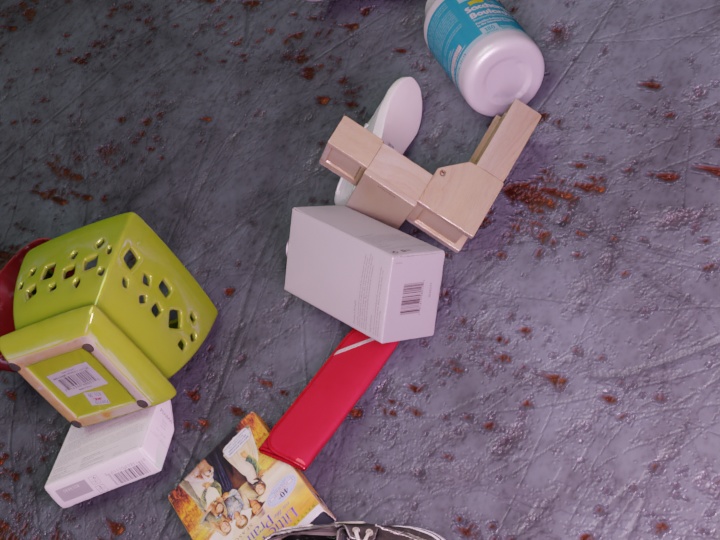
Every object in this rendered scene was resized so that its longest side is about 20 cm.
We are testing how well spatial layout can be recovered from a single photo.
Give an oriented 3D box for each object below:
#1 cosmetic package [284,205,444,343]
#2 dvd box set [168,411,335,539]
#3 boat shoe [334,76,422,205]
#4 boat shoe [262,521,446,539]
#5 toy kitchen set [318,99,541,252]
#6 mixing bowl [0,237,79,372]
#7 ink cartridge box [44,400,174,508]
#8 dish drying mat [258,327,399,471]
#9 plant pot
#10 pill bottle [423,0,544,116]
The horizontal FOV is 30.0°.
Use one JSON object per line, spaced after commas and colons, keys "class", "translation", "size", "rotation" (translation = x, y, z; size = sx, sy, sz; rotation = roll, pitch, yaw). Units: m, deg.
{"class": "cosmetic package", "translation": [0.000, 0.000, 1.580], "size": [0.199, 0.084, 0.109], "rotation": [29, 118, 48]}
{"class": "dvd box set", "translation": [-0.128, 0.270, 1.525], "size": [0.146, 0.029, 0.200], "rotation": [-45, 40, 0]}
{"class": "boat shoe", "translation": [0.021, -0.162, 1.746], "size": [0.068, 0.072, 0.202], "rotation": [3, 69, 40]}
{"class": "boat shoe", "translation": [-0.006, 0.292, 1.367], "size": [0.197, 0.064, 0.072], "rotation": [-5, 63, 16]}
{"class": "toy kitchen set", "translation": [0.073, -0.142, 1.621], "size": [0.182, 0.199, 0.163], "rotation": [-58, 2, -16]}
{"class": "mixing bowl", "translation": [-0.450, 0.068, 1.890], "size": [0.199, 0.108, 0.202], "rotation": [-31, 40, 29]}
{"class": "ink cartridge box", "translation": [-0.310, 0.203, 1.743], "size": [0.159, 0.050, 0.201], "rotation": [-24, 27, 23]}
{"class": "dish drying mat", "translation": [-0.034, 0.140, 1.542], "size": [0.076, 0.018, 0.200], "rotation": [15, 54, 39]}
{"class": "plant pot", "translation": [-0.329, 0.076, 1.709], "size": [0.198, 0.200, 0.183], "rotation": [-17, 38, 30]}
{"class": "pill bottle", "translation": [0.148, -0.291, 1.707], "size": [0.110, 0.111, 0.201], "rotation": [-37, 42, 8]}
